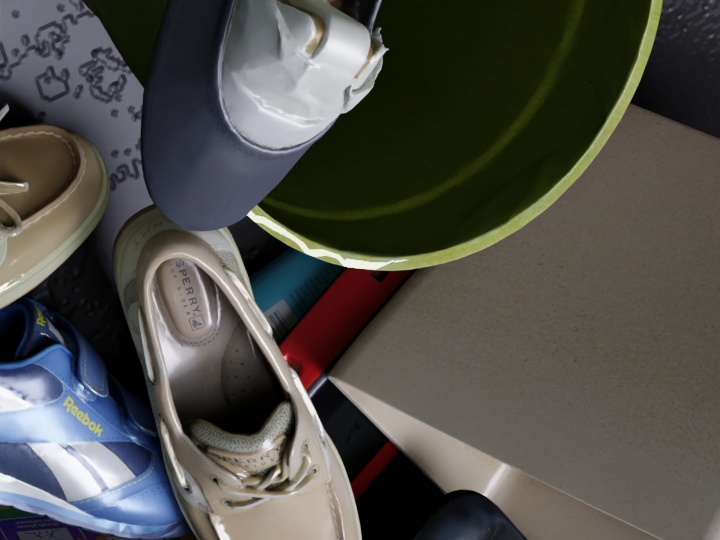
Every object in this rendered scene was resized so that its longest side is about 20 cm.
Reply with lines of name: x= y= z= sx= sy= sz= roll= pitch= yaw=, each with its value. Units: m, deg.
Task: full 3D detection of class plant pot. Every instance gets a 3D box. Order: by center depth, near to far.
plant pot: x=-0.022 y=-0.126 z=0.959 sx=0.200 sy=0.193 sz=0.201 roll=-12 pitch=114 yaw=-27
plant pot: x=0.140 y=0.045 z=1.132 sx=0.177 sy=0.200 sz=0.200 roll=-59 pitch=150 yaw=-11

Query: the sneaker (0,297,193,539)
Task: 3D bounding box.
sneaker: x=-0.130 y=0.060 z=1.095 sx=0.200 sy=0.074 sz=0.082 roll=19 pitch=97 yaw=-36

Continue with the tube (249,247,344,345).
tube: x=0.000 y=0.000 z=1.166 sx=0.200 sy=0.050 sz=0.078 roll=-34 pitch=136 yaw=-20

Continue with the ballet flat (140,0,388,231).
ballet flat: x=-0.015 y=-0.100 z=0.813 sx=0.073 sy=0.073 sz=0.200 roll=16 pitch=99 yaw=-35

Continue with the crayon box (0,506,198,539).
crayon box: x=-0.150 y=0.156 z=1.086 sx=0.200 sy=0.119 sz=0.058 roll=-2 pitch=123 yaw=-30

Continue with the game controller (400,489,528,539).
game controller: x=0.064 y=0.185 z=1.175 sx=0.104 sy=0.042 sz=0.200 roll=-57 pitch=134 yaw=-19

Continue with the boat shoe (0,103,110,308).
boat shoe: x=-0.192 y=-0.014 z=1.017 sx=0.200 sy=0.073 sz=0.063 roll=-27 pitch=147 yaw=-20

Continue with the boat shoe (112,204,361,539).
boat shoe: x=-0.050 y=0.069 z=1.061 sx=0.072 sy=0.065 sz=0.200 roll=-20 pitch=110 yaw=-2

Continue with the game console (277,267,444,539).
game console: x=0.031 y=0.041 z=1.182 sx=0.200 sy=0.031 sz=0.177 roll=-48 pitch=149 yaw=-6
